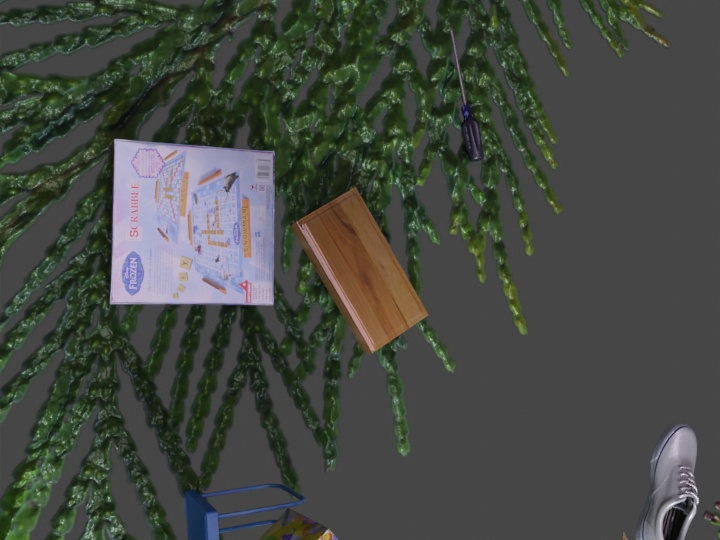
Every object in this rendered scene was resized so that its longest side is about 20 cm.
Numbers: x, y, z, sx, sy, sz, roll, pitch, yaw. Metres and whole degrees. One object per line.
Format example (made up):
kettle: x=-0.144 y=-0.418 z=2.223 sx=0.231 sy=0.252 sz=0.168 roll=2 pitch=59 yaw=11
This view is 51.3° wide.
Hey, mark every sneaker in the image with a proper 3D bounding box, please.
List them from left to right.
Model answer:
sneaker: x=0.476 y=0.330 z=1.124 sx=0.073 sy=0.071 sz=0.201 roll=21 pitch=78 yaw=-16

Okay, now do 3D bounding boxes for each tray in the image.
tray: x=0.000 y=0.000 z=1.009 sx=0.098 sy=0.037 sz=0.200 roll=-32 pitch=95 yaw=-20

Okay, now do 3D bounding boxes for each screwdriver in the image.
screwdriver: x=0.149 y=-0.257 z=1.095 sx=0.028 sy=0.029 sz=0.201 roll=-11 pitch=85 yaw=-19

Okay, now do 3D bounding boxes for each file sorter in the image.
file sorter: x=-0.129 y=0.361 z=0.876 sx=0.122 sy=0.139 sz=0.201 roll=-3 pitch=86 yaw=-23

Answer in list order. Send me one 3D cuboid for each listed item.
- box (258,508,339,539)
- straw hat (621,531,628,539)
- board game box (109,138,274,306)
box: x=-0.066 y=0.392 z=0.761 sx=0.200 sy=0.122 sz=0.193 roll=-43 pitch=102 yaw=-24
straw hat: x=0.351 y=0.477 z=1.051 sx=0.085 sy=0.201 sz=0.202 roll=-15 pitch=89 yaw=20
board game box: x=-0.208 y=-0.056 z=0.938 sx=0.199 sy=0.041 sz=0.201 roll=2 pitch=84 yaw=-19
